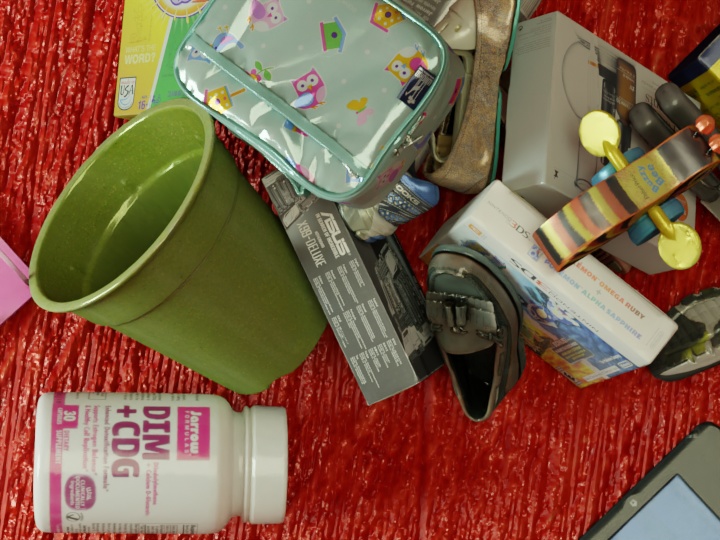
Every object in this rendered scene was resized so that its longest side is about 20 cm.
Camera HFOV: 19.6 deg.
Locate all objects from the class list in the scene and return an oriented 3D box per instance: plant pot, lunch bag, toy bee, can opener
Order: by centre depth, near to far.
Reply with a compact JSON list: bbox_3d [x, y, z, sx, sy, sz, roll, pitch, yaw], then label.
[{"bbox_3d":[-0.032,-0.146,1.570,0.200,0.077,0.161,37,91,15],"label":"lunch bag"},{"bbox_3d":[0.221,-0.077,1.572,0.131,0.109,0.200,37,57,-1],"label":"toy bee"},{"bbox_3d":[-0.125,-0.002,1.656,0.190,0.200,0.200,39,83,-31],"label":"plant pot"},{"bbox_3d":[0.287,-0.093,1.727,0.053,0.067,0.200,-37,129,16],"label":"can opener"}]

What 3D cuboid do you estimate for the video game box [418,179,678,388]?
[{"bbox_3d":[0.146,0.015,1.677,0.182,0.200,0.047,41,77,-1],"label":"video game box"}]

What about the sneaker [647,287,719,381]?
[{"bbox_3d":[0.339,0.049,1.758,0.200,0.075,0.085,-28,128,10],"label":"sneaker"}]

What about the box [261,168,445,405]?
[{"bbox_3d":[0.000,0.000,1.685,0.050,0.158,0.200,-25,89,13],"label":"box"}]

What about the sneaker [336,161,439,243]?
[{"bbox_3d":[0.013,-0.126,1.633,0.085,0.077,0.200,-19,80,17],"label":"sneaker"}]

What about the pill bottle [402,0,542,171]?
[{"bbox_3d":[0.061,-0.189,1.724,0.113,0.113,0.200,34,88,-3],"label":"pill bottle"}]

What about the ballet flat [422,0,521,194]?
[{"bbox_3d":[0.083,-0.157,1.643,0.067,0.068,0.201,4,103,-12],"label":"ballet flat"}]

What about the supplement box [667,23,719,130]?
[{"bbox_3d":[0.374,-0.136,1.755,0.110,0.109,0.200,-44,92,-6],"label":"supplement box"}]

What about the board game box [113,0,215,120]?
[{"bbox_3d":[-0.131,-0.223,1.696,0.040,0.153,0.201,9,84,-44],"label":"board game box"}]

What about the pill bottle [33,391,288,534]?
[{"bbox_3d":[-0.161,0.156,1.685,0.199,0.113,0.114,1,86,-6],"label":"pill bottle"}]

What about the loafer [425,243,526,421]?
[{"bbox_3d":[0.092,0.055,1.674,0.072,0.200,0.063,12,63,23],"label":"loafer"}]

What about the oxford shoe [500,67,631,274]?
[{"bbox_3d":[0.180,-0.090,1.754,0.074,0.071,0.200,-35,91,-10],"label":"oxford shoe"}]

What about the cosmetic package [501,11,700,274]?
[{"bbox_3d":[0.198,-0.100,1.693,0.200,0.052,0.151,24,65,-41],"label":"cosmetic package"}]

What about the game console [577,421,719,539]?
[{"bbox_3d":[0.284,0.255,1.763,0.200,0.031,0.177,-43,91,-7],"label":"game console"}]

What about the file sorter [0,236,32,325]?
[{"bbox_3d":[-0.377,0.024,1.666,0.200,0.125,0.139,-42,91,-6],"label":"file sorter"}]
